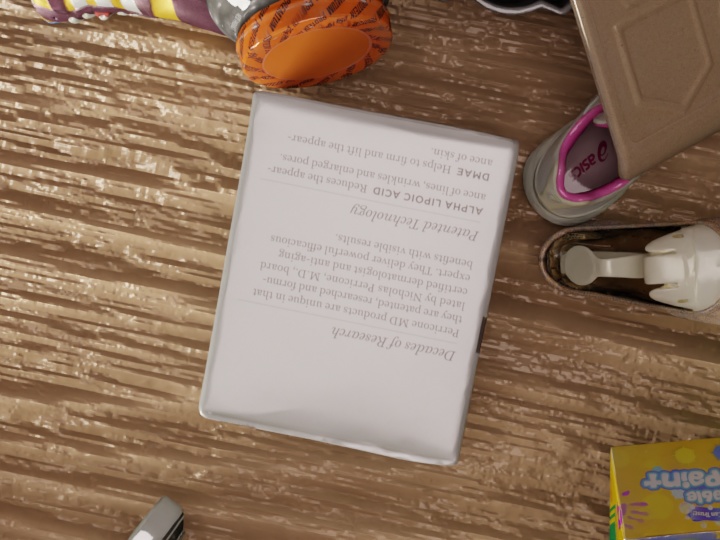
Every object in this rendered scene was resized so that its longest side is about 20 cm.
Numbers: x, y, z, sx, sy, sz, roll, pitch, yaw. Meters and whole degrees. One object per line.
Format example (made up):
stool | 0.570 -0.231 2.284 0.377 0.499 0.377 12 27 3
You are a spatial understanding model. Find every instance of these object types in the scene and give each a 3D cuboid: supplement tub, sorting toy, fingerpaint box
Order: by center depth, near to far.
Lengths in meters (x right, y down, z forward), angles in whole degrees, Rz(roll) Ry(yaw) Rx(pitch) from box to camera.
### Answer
sorting toy | 0.202 -0.180 1.109 0.184 0.036 0.201 -28 113 -25
supplement tub | -0.047 -0.224 1.121 0.122 0.123 0.201 -15 72 3
fingerpaint box | 0.260 0.177 1.140 0.198 0.167 0.074 -6 49 3

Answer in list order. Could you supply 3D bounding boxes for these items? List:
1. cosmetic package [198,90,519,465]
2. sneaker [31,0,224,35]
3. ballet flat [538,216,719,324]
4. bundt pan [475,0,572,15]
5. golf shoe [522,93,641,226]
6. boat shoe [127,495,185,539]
cosmetic package | 0.000 0.000 1.139 0.164 0.165 0.202 10 95 1
sneaker | -0.165 -0.194 1.188 0.199 0.075 0.090 31 113 -1
ballet flat | 0.187 0.000 1.119 0.067 0.199 0.069 -1 90 -37
bundt pan | 0.110 -0.263 1.161 0.200 0.076 0.204 0 93 2
golf shoe | 0.191 -0.105 1.161 0.075 0.092 0.200 44 93 0
boat shoe | -0.157 0.247 1.213 0.063 0.071 0.201 27 102 1
